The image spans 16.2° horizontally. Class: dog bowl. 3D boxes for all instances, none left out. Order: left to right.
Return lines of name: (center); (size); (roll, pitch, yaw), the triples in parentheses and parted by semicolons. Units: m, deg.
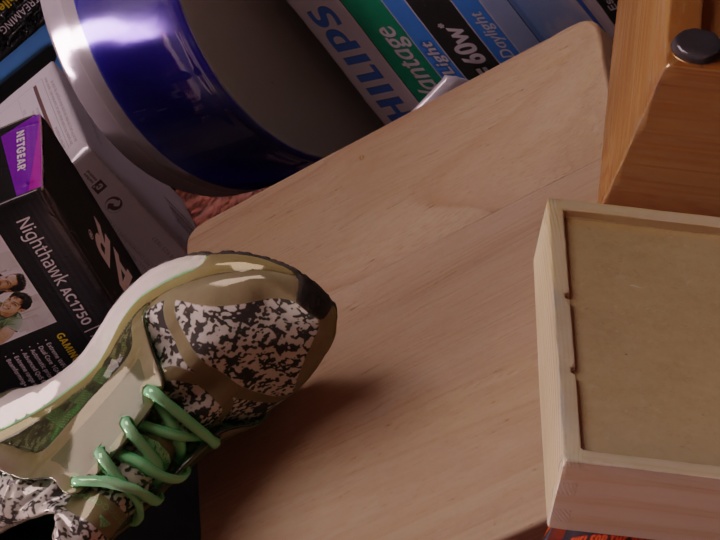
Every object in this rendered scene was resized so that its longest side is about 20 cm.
dog bowl: (-0.056, -0.139, 1.187); (0.079, 0.200, 0.201); (-12, 41, 37)

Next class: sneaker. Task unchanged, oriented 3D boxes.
sneaker: (-0.085, 0.071, 0.926); (0.200, 0.077, 0.089); (-36, 34, 25)

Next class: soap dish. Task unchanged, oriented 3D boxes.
soap dish: (0.170, -0.087, 0.907); (0.156, 0.081, 0.201); (7, 43, 4)

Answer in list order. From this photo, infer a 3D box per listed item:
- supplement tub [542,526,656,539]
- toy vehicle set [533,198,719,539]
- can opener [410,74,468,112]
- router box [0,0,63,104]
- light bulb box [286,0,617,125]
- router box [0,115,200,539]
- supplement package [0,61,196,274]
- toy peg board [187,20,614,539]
supplement tub: (0.091, 0.128, 0.759); (0.107, 0.107, 0.201); (-8, 45, 44)
toy vehicle set: (0.153, 0.036, 0.760); (0.199, 0.027, 0.125); (7, 38, -2)
can opener: (0.000, 0.000, 1.089); (0.200, 0.053, 0.067); (-48, 29, -7)
router box: (-0.182, -0.066, 1.292); (0.200, 0.149, 0.051); (-44, 29, -2)
light bulb box: (0.059, -0.173, 1.097); (0.199, 0.198, 0.125); (-12, 40, 43)
router box: (-0.148, 0.050, 1.012); (0.149, 0.200, 0.051); (-21, 39, 9)
supplement package: (-0.182, 0.017, 1.224); (0.200, 0.110, 0.114); (-39, 30, 5)
toy peg board: (0.044, 0.045, 0.965); (0.199, 0.098, 0.200); (-27, 49, 26)
